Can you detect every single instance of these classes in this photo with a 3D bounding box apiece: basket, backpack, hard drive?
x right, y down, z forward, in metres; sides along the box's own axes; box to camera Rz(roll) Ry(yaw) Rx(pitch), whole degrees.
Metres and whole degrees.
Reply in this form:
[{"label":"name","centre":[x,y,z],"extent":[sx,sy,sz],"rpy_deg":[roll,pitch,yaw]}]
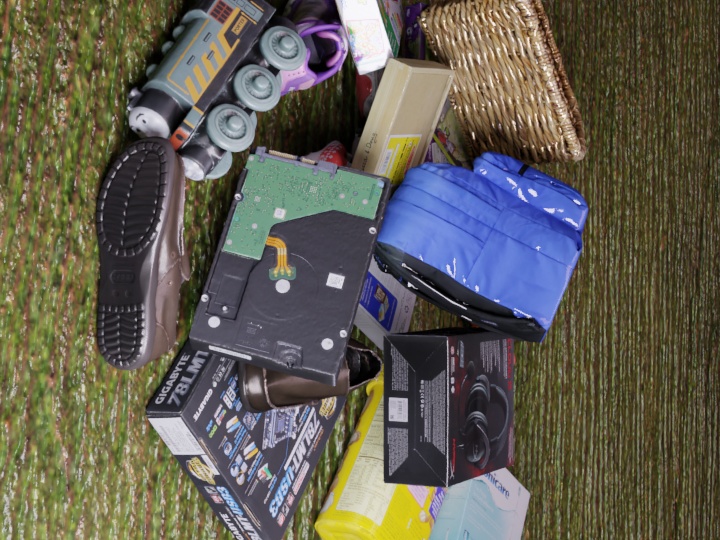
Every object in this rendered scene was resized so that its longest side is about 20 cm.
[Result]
[{"label":"basket","centre":[0.181,-0.222,1.661],"extent":[0.143,0.148,0.201],"rpy_deg":[-39,114,-41]},{"label":"backpack","centre":[0.120,-0.033,1.569],"extent":[0.163,0.199,0.169],"rpy_deg":[82,32,-76]},{"label":"hard drive","centre":[-0.062,-0.007,1.415],"extent":[0.038,0.139,0.201],"rpy_deg":[92,12,-68]}]

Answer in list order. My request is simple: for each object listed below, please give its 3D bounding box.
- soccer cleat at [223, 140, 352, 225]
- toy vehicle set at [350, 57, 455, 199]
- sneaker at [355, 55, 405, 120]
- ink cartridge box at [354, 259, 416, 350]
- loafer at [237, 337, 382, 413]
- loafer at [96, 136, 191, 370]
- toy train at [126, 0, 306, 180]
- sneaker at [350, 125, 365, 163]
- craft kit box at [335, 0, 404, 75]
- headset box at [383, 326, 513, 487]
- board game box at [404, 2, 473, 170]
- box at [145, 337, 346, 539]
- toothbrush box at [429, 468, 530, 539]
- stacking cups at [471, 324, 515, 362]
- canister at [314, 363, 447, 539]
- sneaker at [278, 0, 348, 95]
[{"label":"soccer cleat","centre":[-0.069,-0.080,1.529],"extent":[0.069,0.085,0.200],"rpy_deg":[-61,180,40]},{"label":"toy vehicle set","centre":[0.031,-0.115,1.578],"extent":[0.124,0.026,0.201],"rpy_deg":[-10,122,-66]},{"label":"sneaker","centre":[0.060,-0.209,1.729],"extent":[0.200,0.082,0.078],"rpy_deg":[-13,100,-57]},{"label":"ink cartridge box","centre":[0.000,0.000,1.668],"extent":[0.200,0.037,0.095],"rpy_deg":[48,49,-49]},{"label":"loafer","centre":[-0.045,0.089,1.472],"extent":[0.200,0.071,0.074],"rpy_deg":[-12,98,-59]},{"label":"loafer","centre":[-0.185,-0.015,1.351],"extent":[0.071,0.073,0.202],"rpy_deg":[5,94,-62]},{"label":"toy train","centre":[-0.131,-0.173,1.412],"extent":[0.114,0.085,0.201],"rpy_deg":[36,57,-9]},{"label":"sneaker","centre":[0.049,-0.122,1.738],"extent":[0.199,0.077,0.080],"rpy_deg":[-10,116,-53]},{"label":"craft kit box","centre":[-0.006,-0.323,1.587],"extent":[0.200,0.048,0.199],"rpy_deg":[-81,152,-66]},{"label":"headset box","centre":[0.097,0.135,1.604],"extent":[0.200,0.077,0.150],"rpy_deg":[0,91,-62]},{"label":"board game box","centre":[0.095,-0.180,1.691],"extent":[0.119,0.032,0.202],"rpy_deg":[5,83,-42]},{"label":"box","centre":[-0.102,0.129,1.488],"extent":[0.199,0.049,0.201],"rpy_deg":[62,40,-36]},{"label":"toothbrush box","centre":[0.113,0.315,1.788],"extent":[0.146,0.085,0.201],"rpy_deg":[46,52,-46]},{"label":"stacking cups","centre":[0.149,0.036,1.882],"extent":[0.061,0.060,0.201],"rpy_deg":[-49,129,-47]},{"label":"canister","centre":[0.036,0.223,1.671],"extent":[0.149,0.086,0.201],"rpy_deg":[57,45,-40]},{"label":"sneaker","centre":[-0.045,-0.229,1.557],"extent":[0.200,0.088,0.081],"rpy_deg":[-50,127,-50]}]
